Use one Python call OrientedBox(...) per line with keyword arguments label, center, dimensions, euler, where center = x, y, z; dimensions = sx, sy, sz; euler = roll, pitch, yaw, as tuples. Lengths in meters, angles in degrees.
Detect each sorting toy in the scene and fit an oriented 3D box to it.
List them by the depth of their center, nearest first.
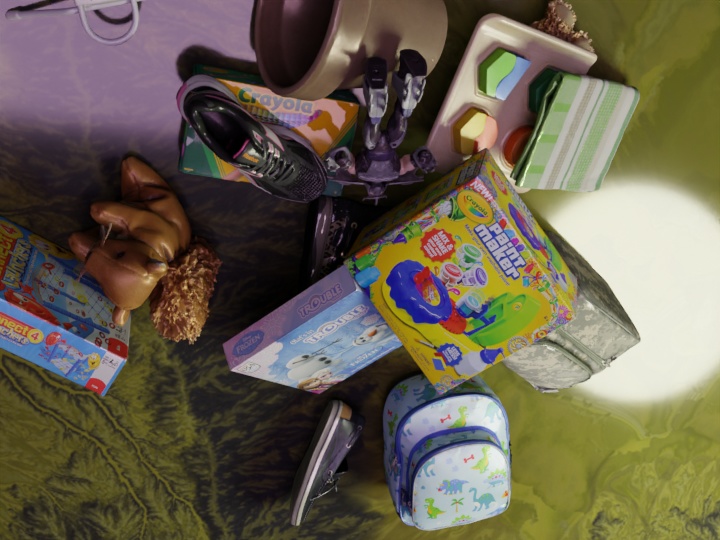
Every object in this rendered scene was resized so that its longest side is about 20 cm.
OrientedBox(label="sorting toy", center=(0.179, -0.190, 1.204), dimensions=(0.184, 0.037, 0.201), euler=(10, 117, -35))

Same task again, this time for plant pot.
OrientedBox(label="plant pot", center=(-0.002, -0.284, 1.136), dimensions=(0.174, 0.200, 0.201), euler=(4, 114, -33))

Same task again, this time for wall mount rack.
OrientedBox(label="wall mount rack", center=(-0.319, -0.345, 1.096), dimensions=(0.173, 0.075, 0.201), euler=(-13, 116, -9))

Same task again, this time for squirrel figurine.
OrientedBox(label="squirrel figurine", center=(-0.246, -0.006, 1.195), dimensions=(0.200, 0.187, 0.142), euler=(39, 102, -23))

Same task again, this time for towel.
OrientedBox(label="towel", center=(0.267, -0.171, 1.251), dimensions=(0.199, 0.031, 0.150), euler=(-2, 118, -49))

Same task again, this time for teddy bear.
OrientedBox(label="teddy bear", center=(0.199, -0.246, 1.247), dimensions=(0.145, 0.067, 0.200), euler=(27, 105, -38))

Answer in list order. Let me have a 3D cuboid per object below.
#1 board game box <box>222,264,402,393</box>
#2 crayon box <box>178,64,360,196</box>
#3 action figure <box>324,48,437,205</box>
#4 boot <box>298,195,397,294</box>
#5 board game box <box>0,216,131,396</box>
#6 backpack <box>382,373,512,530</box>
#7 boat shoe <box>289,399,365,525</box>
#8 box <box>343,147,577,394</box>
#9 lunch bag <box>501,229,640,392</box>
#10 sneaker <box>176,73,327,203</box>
OrientedBox(label="board game box", center=(-0.036, 0.081, 1.274), dimensions=(0.199, 0.044, 0.199), euler=(-33, 150, 21))
OrientedBox(label="crayon box", center=(-0.111, -0.168, 1.211), dimensions=(0.199, 0.058, 0.119), euler=(8, 112, -14))
OrientedBox(label="action figure", center=(0.024, -0.146, 1.123), dimensions=(0.129, 0.070, 0.201), euler=(-9, 139, -15))
OrientedBox(label="boot", center=(0.000, 0.000, 1.311), dimensions=(0.153, 0.074, 0.205), euler=(1, 115, -15))
OrientedBox(label="board game box", center=(-0.370, 0.036, 1.183), dimensions=(0.195, 0.200, 0.056), euler=(30, 106, -22))
OrientedBox(label="backpack", center=(0.126, 0.251, 1.406), dimensions=(0.182, 0.147, 0.201), euler=(-10, 113, -9))
OrientedBox(label="boat shoe", center=(-0.050, 0.279, 1.426), dimensions=(0.062, 0.075, 0.201), euler=(21, 103, -12))
OrientedBox(label="box", center=(0.121, 0.000, 1.187), dimensions=(0.192, 0.122, 0.200), euler=(-33, 101, 22))
OrientedBox(label="lunch bag", center=(0.251, 0.070, 1.338), dimensions=(0.167, 0.140, 0.200), euler=(-38, 137, 19))
OrientedBox(label="sneaker", center=(-0.124, -0.134, 1.135), dimensions=(0.199, 0.086, 0.080), euler=(31, 107, -22))
